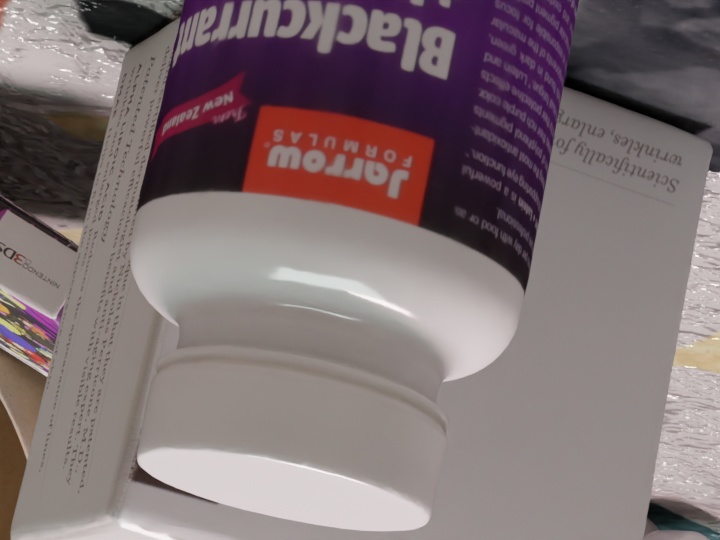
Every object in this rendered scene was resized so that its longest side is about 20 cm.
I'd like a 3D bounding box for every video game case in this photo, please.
[{"bbox_3d":[-0.181,-0.010,1.146,0.181,0.036,0.200,31,168,12],"label":"video game case"}]

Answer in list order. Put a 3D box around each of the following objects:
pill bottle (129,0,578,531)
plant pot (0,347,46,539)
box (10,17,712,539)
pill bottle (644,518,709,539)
[{"bbox_3d":[-0.002,-0.034,0.727,0.111,0.201,0.111,10,165,3],"label":"pill bottle"},{"bbox_3d":[-0.176,0.079,1.342,0.134,0.201,0.200,-23,-168,-41],"label":"plant pot"},{"bbox_3d":[0.000,0.027,0.947,0.198,0.201,0.131,18,165,-21],"label":"box"},{"bbox_3d":[0.126,0.203,1.643,0.199,0.113,0.112,-2,160,40],"label":"pill bottle"}]
